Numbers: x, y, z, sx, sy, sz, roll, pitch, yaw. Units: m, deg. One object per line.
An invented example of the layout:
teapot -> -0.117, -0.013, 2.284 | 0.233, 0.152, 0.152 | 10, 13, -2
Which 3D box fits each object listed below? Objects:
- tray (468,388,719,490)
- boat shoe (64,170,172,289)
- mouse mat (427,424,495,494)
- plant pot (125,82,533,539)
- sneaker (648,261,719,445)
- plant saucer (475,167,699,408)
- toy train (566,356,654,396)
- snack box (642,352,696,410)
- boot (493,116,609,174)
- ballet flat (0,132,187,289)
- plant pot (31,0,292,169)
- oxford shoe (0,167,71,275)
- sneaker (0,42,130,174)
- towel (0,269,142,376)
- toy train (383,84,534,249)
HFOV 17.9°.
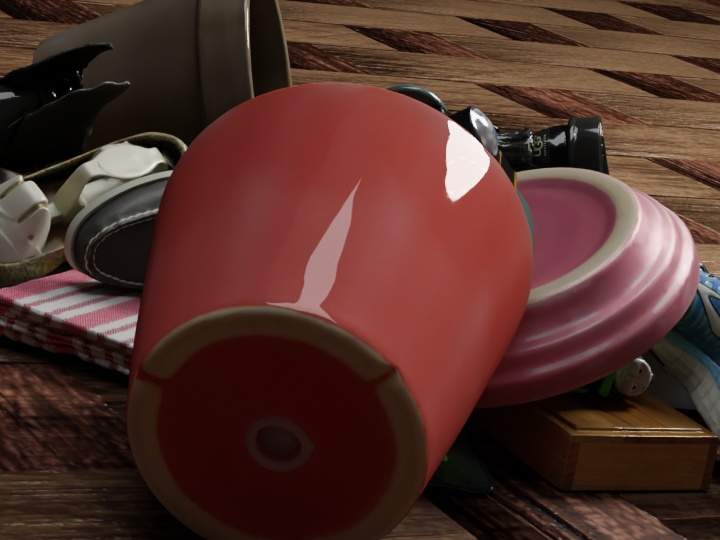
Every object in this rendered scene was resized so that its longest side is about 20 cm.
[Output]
tray -> 0.114, 0.077, 1.345 | 0.098, 0.037, 0.200 | 2, 16, -27
boat shoe -> -0.078, -0.021, 1.391 | 0.201, 0.072, 0.061 | -8, 30, -25
mouse mat -> -0.019, 0.065, 1.280 | 0.161, 0.008, 0.200 | 11, 22, -16
plant pot -> -0.024, 0.035, 1.108 | 0.200, 0.201, 0.177 | 11, 32, 5
sneaker -> 0.219, 0.028, 1.351 | 0.078, 0.090, 0.200 | 16, 32, -55
plant saucer -> 0.092, 0.001, 1.308 | 0.200, 0.051, 0.201 | -14, 30, 9
toy train -> 0.131, 0.035, 1.374 | 0.056, 0.042, 0.200 | 18, 12, -12
snack box -> 0.253, 0.052, 1.501 | 0.199, 0.053, 0.142 | 6, 14, -14
boot -> 0.096, -0.042, 1.595 | 0.157, 0.080, 0.211 | -4, -33, 9
ballet flat -> -0.188, -0.038, 1.407 | 0.200, 0.071, 0.071 | -22, 30, -30
plant pot -> -0.147, -0.124, 1.705 | 0.173, 0.201, 0.200 | -5, 12, 8
oxford shoe -> -0.152, -0.035, 1.492 | 0.200, 0.073, 0.071 | 2, -11, -31
sneaker -> -0.222, -0.085, 1.503 | 0.104, 0.060, 0.200 | -13, -18, -22
towel -> -0.109, 0.042, 1.356 | 0.200, 0.030, 0.146 | 19, 17, 23
toy train -> -0.002, -0.018, 1.234 | 0.200, 0.114, 0.085 | -25, 31, 22
